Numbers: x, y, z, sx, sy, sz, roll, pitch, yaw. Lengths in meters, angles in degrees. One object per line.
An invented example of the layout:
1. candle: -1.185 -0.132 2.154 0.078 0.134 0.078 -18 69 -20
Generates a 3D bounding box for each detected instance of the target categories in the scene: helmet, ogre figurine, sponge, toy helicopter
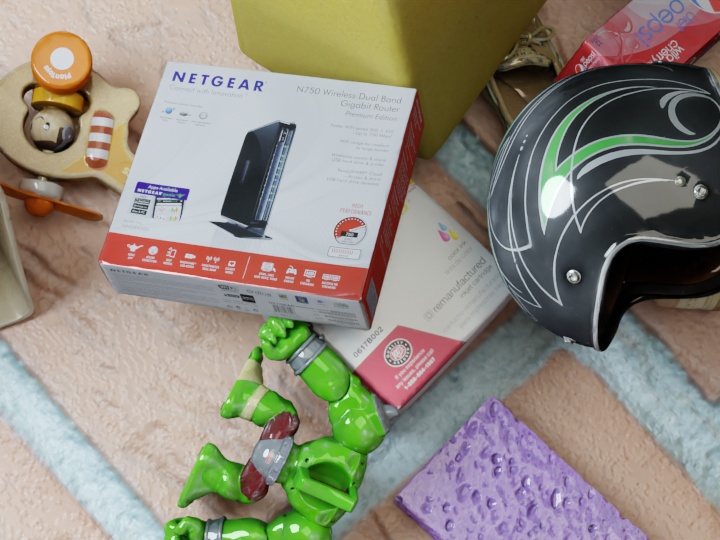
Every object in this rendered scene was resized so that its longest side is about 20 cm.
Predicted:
1. helmet: 0.185 -0.048 1.340 0.190 0.200 0.200 -17 76 7
2. ogre figurine: -0.056 0.141 1.350 0.120 0.098 0.200 27 78 1
3. sponge: 0.135 0.202 1.401 0.200 0.030 0.112 42 73 6
4. toy helicopter: -0.203 -0.079 1.417 0.200 0.079 0.132 37 74 0

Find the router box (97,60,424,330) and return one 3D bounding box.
1. router box: -0.070 -0.058 1.346 0.200 0.049 0.180 7 63 14

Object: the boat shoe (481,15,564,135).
1. boat shoe: 0.139 -0.144 1.483 0.073 0.063 0.200 -15 76 -11

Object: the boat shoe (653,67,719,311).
1. boat shoe: 0.262 -0.068 1.473 0.064 0.071 0.200 3 75 -7

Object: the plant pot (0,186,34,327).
1. plant pot: -0.369 -0.051 1.333 0.199 0.200 0.177 -19 66 -12

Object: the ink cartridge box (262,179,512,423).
1. ink cartridge box: 0.000 0.000 1.414 0.200 0.086 0.148 43 74 4

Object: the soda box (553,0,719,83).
1. soda box: 0.248 -0.195 1.487 0.070 0.063 0.200 45 58 6

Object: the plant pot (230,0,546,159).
1. plant pot: 0.016 -0.240 1.394 0.195 0.200 0.194 32 78 18
